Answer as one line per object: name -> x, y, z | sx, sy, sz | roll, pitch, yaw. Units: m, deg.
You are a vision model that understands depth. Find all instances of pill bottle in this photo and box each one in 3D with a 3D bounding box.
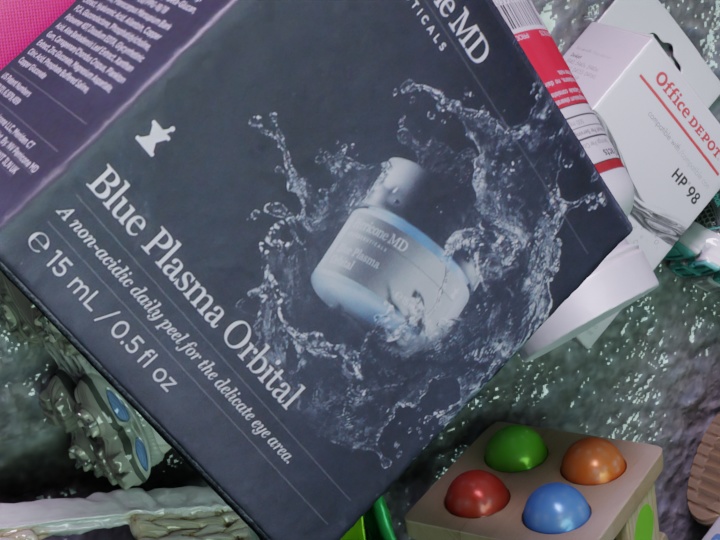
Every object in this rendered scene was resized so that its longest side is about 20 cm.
pill bottle -> 0.078, -0.059, 0.801 | 0.111, 0.112, 0.202 | -25, 81, -17

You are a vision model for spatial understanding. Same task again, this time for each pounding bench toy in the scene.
pounding bench toy -> 0.135, 0.170, 0.946 | 0.200, 0.123, 0.158 | -37, 124, -49

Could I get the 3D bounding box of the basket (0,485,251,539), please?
basket -> -0.146, 0.243, 0.784 | 0.196, 0.161, 0.202 | -1, 119, -25

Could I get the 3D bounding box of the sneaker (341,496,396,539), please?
sneaker -> -0.015, 0.197, 0.903 | 0.073, 0.083, 0.203 | -14, 113, -23

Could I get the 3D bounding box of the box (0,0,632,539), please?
box -> -0.031, -0.029, 0.578 | 0.200, 0.117, 0.197 | -45, 123, -9

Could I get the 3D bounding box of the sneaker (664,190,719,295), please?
sneaker -> 0.304, -0.005, 0.980 | 0.198, 0.078, 0.092 | 28, 81, -6

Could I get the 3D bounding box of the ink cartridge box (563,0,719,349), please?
ink cartridge box -> 0.156, -0.069, 0.913 | 0.116, 0.067, 0.201 | 42, 85, -30

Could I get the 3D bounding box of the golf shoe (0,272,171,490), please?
golf shoe -> -0.142, 0.016, 0.799 | 0.097, 0.078, 0.202 | -38, 126, -31

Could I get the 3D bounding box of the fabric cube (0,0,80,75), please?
fabric cube -> -0.111, -0.139, 0.681 | 0.199, 0.196, 0.201 | 40, 86, -33

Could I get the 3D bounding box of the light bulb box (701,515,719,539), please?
light bulb box -> 0.345, 0.199, 1.007 | 0.198, 0.125, 0.200 | 3, 127, -41

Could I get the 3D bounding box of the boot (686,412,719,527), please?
boot -> 0.342, 0.131, 1.072 | 0.166, 0.072, 0.201 | 36, 91, -33
